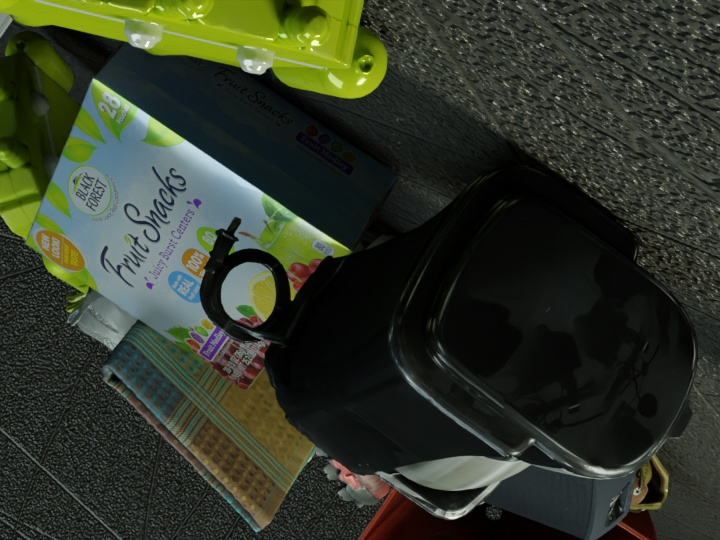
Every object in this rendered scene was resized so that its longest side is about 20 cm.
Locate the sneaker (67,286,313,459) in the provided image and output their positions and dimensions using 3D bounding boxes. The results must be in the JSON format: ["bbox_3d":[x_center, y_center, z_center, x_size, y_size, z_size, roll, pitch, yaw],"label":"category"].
[{"bbox_3d":[-0.111,0.066,1.204,0.200,0.082,0.075,44,-152,-13],"label":"sneaker"}]

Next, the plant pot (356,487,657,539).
[{"bbox_3d":[0.121,0.210,1.458,0.200,0.200,0.176,33,-157,2],"label":"plant pot"}]

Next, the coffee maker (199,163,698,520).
[{"bbox_3d":[0.032,0.034,0.823,0.192,0.135,0.200,12,165,-14],"label":"coffee maker"}]

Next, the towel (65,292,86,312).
[{"bbox_3d":[-0.127,0.025,1.351,0.086,0.018,0.200,-24,158,33],"label":"towel"}]

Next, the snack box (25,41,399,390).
[{"bbox_3d":[-0.093,-0.034,1.017,0.169,0.068,0.200,34,145,-4],"label":"snack box"}]

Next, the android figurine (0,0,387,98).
[{"bbox_3d":[-0.076,-0.104,0.695,0.182,0.041,0.200,10,-177,-28],"label":"android figurine"}]

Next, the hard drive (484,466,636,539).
[{"bbox_3d":[0.094,0.081,1.025,0.135,0.042,0.200,19,145,23],"label":"hard drive"}]

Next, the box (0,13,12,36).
[{"bbox_3d":[-0.222,-0.134,0.769,0.097,0.177,0.200,33,172,0],"label":"box"}]

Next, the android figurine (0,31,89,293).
[{"bbox_3d":[-0.216,-0.076,1.218,0.200,0.041,0.182,54,-159,-71],"label":"android figurine"}]

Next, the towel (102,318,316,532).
[{"bbox_3d":[-0.080,0.066,1.139,0.147,0.022,0.200,46,-150,-7],"label":"towel"}]

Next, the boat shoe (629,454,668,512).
[{"bbox_3d":[0.178,0.130,1.251,0.068,0.072,0.200,17,173,23],"label":"boat shoe"}]

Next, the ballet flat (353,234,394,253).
[{"bbox_3d":[0.000,0.000,1.163,0.200,0.072,0.072,25,169,42],"label":"ballet flat"}]

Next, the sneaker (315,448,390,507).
[{"bbox_3d":[0.003,0.085,1.352,0.071,0.098,0.201,-75,-29,-77],"label":"sneaker"}]
